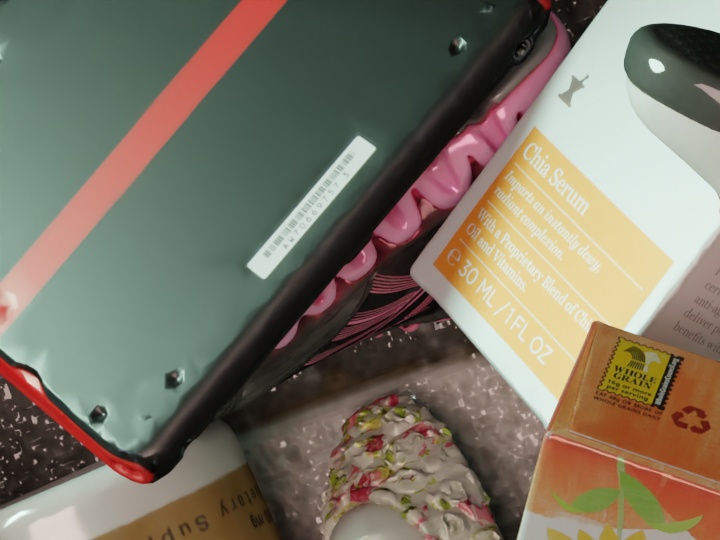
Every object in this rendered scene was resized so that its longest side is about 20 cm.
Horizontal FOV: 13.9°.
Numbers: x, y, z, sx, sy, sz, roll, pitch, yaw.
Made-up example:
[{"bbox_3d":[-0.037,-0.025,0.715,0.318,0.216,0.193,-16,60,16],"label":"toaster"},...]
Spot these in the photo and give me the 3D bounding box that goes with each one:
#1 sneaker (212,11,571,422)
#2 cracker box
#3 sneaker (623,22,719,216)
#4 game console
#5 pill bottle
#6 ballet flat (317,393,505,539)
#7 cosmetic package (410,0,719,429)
[{"bbox_3d":[0.000,0.000,0.965,0.200,0.095,0.079,-36,48,4],"label":"sneaker"},{"bbox_3d":[0.103,0.122,0.845,0.134,0.058,0.200,19,130,8],"label":"cracker box"},{"bbox_3d":[0.139,0.016,0.820,0.201,0.067,0.108,24,110,-21],"label":"sneaker"},{"bbox_3d":[-0.057,-0.048,0.951,0.177,0.031,0.200,36,83,34],"label":"game console"},{"bbox_3d":[-0.058,0.161,0.998,0.114,0.114,0.200,-24,90,18],"label":"pill bottle"},{"bbox_3d":[0.023,0.134,0.969,0.076,0.064,0.200,-33,69,39],"label":"ballet flat"},{"bbox_3d":[0.116,-0.041,0.889,0.200,0.071,0.101,-54,41,11],"label":"cosmetic package"}]
